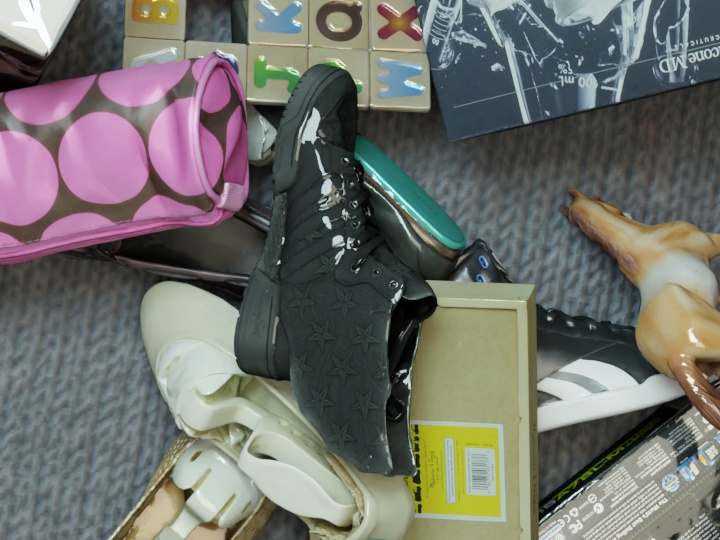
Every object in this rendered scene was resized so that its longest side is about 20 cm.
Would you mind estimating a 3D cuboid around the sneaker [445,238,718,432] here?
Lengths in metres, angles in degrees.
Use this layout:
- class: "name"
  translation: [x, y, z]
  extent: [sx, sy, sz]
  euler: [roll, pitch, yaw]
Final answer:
- class: "sneaker"
  translation: [0.104, 0.030, 1.523]
  extent: [0.199, 0.073, 0.113]
  euler: [-15, 93, -7]

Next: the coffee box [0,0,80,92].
- class: "coffee box"
  translation: [-0.198, -0.155, 1.414]
  extent: [0.113, 0.200, 0.080]
  euler: [28, 83, -7]

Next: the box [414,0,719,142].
- class: "box"
  translation: [0.131, -0.180, 1.462]
  extent: [0.199, 0.104, 0.183]
  euler: [-13, 93, 31]

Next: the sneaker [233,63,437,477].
- class: "sneaker"
  translation: [-0.001, -0.001, 1.418]
  extent: [0.104, 0.060, 0.201]
  euler: [12, 87, 23]

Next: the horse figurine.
- class: "horse figurine"
  translation: [0.188, 0.026, 1.491]
  extent: [0.132, 0.201, 0.050]
  euler: [18, 125, -20]

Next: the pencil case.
- class: "pencil case"
  translation: [-0.155, -0.049, 1.426]
  extent: [0.199, 0.091, 0.094]
  euler: [-12, 71, 13]

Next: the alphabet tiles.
- class: "alphabet tiles"
  translation: [-0.045, -0.182, 1.497]
  extent: [0.166, 0.008, 0.201]
  euler: [2, 69, -7]

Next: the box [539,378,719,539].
- class: "box"
  translation: [0.197, 0.181, 1.553]
  extent: [0.200, 0.048, 0.194]
  euler: [-38, 98, -7]

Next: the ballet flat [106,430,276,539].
- class: "ballet flat"
  translation: [-0.097, 0.144, 1.498]
  extent: [0.070, 0.065, 0.200]
  euler: [37, 85, -5]

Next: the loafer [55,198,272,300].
- class: "loafer"
  translation: [-0.114, -0.031, 1.496]
  extent: [0.199, 0.063, 0.072]
  euler: [17, 87, -8]

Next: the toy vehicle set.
- class: "toy vehicle set"
  translation: [0.034, 0.104, 1.485]
  extent: [0.123, 0.027, 0.201]
  euler: [3, 109, 13]

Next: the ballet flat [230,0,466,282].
- class: "ballet flat"
  translation: [-0.025, -0.065, 1.501]
  extent: [0.068, 0.068, 0.200]
  euler: [-41, 77, 20]

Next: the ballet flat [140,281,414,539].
- class: "ballet flat"
  translation: [-0.056, 0.079, 1.455]
  extent: [0.200, 0.069, 0.070]
  euler: [39, 85, 19]
